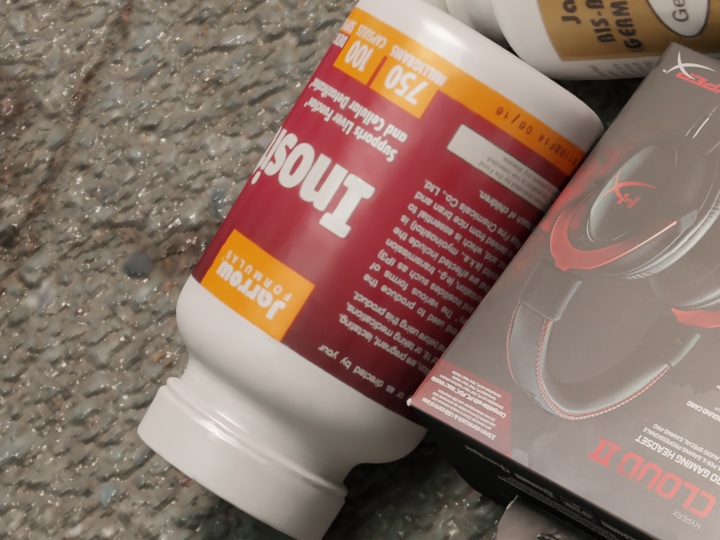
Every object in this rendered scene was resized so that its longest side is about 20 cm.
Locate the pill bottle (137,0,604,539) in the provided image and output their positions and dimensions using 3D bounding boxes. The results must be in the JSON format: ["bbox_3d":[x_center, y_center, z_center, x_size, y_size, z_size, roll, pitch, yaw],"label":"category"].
[{"bbox_3d":[0.000,0.000,1.107,0.113,0.113,0.201,32,92,40],"label":"pill bottle"}]

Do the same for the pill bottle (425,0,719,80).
[{"bbox_3d":[0.108,-0.135,1.151,0.199,0.114,0.115,-1,58,28],"label":"pill bottle"}]

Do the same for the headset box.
[{"bbox_3d":[0.126,0.033,1.052,0.148,0.075,0.200,28,74,38],"label":"headset box"}]
